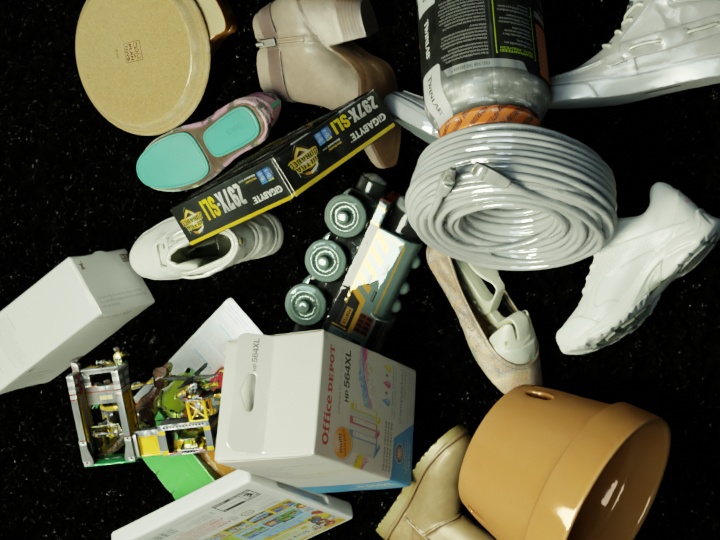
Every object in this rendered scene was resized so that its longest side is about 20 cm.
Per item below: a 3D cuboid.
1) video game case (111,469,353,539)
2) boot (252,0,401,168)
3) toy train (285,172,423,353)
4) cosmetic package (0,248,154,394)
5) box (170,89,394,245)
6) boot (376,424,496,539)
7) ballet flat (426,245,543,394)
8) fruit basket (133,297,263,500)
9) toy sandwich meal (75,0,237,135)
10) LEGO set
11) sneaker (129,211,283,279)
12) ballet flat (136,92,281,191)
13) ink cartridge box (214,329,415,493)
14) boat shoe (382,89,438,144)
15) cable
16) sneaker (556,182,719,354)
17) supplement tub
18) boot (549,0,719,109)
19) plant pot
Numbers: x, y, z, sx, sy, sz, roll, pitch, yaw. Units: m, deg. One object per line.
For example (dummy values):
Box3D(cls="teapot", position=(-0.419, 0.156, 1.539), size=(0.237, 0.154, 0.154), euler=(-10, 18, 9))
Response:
Box3D(cls="video game case", position=(-0.139, 0.279, 1.574), size=(0.199, 0.182, 0.023), euler=(-29, 54, 26))
Box3D(cls="boot", position=(-0.040, -0.201, 1.528), size=(0.146, 0.070, 0.201), euler=(-5, 96, 35))
Box3D(cls="toy train", position=(0.000, 0.000, 1.523), size=(0.114, 0.085, 0.201), euler=(27, 105, 7))
Box3D(cls="cosmetic package", position=(-0.353, 0.060, 1.685), size=(0.200, 0.113, 0.081), euler=(-34, 81, 28))
Box3D(cls="box", position=(-0.082, -0.103, 1.463), size=(0.200, 0.160, 0.050), euler=(-20, 103, 50))
Box3D(cls="boot", position=(0.131, 0.282, 1.501), size=(0.200, 0.066, 0.176), euler=(40, 124, 18))
Box3D(cls="ballet flat", position=(0.133, 0.043, 1.457), size=(0.200, 0.068, 0.067), euler=(57, 145, 7))
Box3D(cls="fruit basket", position=(-0.154, 0.165, 1.626), size=(0.200, 0.094, 0.185), euler=(-45, 77, 8))
Box3D(cls="toy sandwich meal", position=(-0.232, -0.252, 1.613), size=(0.204, 0.070, 0.206), euler=(6, 104, 27))
Box3D(cls="LEGO set", position=(-0.216, 0.126, 1.518), size=(0.199, 0.154, 0.117), euler=(-6, 101, 21))
Box3D(cls="sneaker", position=(-0.198, -0.026, 1.595), size=(0.199, 0.115, 0.074), euler=(-12, 93, 28))
Box3D(cls="ballet flat", position=(-0.160, -0.142, 1.580), size=(0.199, 0.071, 0.069), euler=(-25, 97, 37))
Box3D(cls="ink cartridge box", position=(-0.049, 0.144, 1.458), size=(0.125, 0.200, 0.129), euler=(-8, 69, 33))
Box3D(cls="boat shoe", position=(0.119, -0.145, 1.457), size=(0.199, 0.074, 0.067), euler=(28, 88, 15))
Box3D(cls="cable", position=(0.141, -0.064, 1.355), size=(0.200, 0.199, 0.070), euler=(139, 140, -60))
Box3D(cls="sneaker", position=(0.255, -0.004, 1.404), size=(0.200, 0.078, 0.099), euler=(-47, 68, 15))
Box3D(cls="supplement tub", position=(0.117, -0.208, 1.375), size=(0.122, 0.122, 0.201), euler=(-15, 64, 27))
Box3D(cls="boot", position=(0.263, -0.215, 1.374), size=(0.199, 0.074, 0.096), euler=(-9, 86, 19))
Box3D(cls="plant pot", position=(0.189, 0.202, 1.394), size=(0.140, 0.200, 0.201), euler=(27, 108, 31))
